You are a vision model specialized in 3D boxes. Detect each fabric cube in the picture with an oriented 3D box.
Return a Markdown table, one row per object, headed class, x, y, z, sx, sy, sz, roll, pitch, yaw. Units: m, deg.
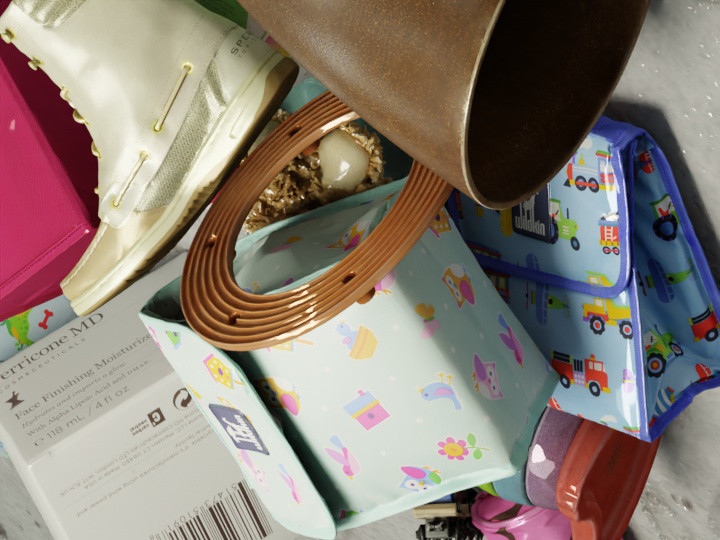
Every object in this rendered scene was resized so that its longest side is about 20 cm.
| class | x | y | z | sx | sy | sz | roll | pitch | yaw |
| --- | --- | --- | --- | --- | --- | --- | --- | --- | --- |
| fabric cube | -0.210 | -0.096 | 1.696 | 0.196 | 0.200 | 0.200 | -32 | 86 | 40 |

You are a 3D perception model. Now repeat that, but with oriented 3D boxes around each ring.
| class | x | y | z | sx | sy | sz | roll | pitch | yaw |
| --- | --- | --- | --- | --- | --- | --- | --- | --- | --- |
| ring | -0.017 | -0.034 | 1.468 | 0.019 | 0.201 | 0.200 | 46 | 156 | -30 |

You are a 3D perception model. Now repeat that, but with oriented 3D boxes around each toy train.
| class | x | y | z | sx | sy | sz | roll | pitch | yaw |
| --- | --- | --- | --- | --- | --- | --- | --- | --- | --- |
| toy train | 0.064 | 0.169 | 1.872 | 0.034 | 0.046 | 0.200 | -3 | 175 | 8 |

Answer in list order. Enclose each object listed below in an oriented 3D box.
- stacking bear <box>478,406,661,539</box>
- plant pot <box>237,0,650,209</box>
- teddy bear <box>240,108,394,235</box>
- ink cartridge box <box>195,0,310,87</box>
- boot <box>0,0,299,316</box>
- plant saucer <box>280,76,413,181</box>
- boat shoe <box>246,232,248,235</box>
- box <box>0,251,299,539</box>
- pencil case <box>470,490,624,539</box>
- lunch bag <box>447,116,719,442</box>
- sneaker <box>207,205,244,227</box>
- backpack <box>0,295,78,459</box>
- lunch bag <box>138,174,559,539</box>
| class | x | y | z | sx | sy | sz | roll | pitch | yaw |
| --- | --- | --- | --- | --- | --- | --- | --- | --- | --- |
| stacking bear | 0.082 | 0.089 | 1.709 | 0.199 | 0.114 | 0.122 | 22 | 158 | 25 |
| plant pot | 0.022 | -0.156 | 1.374 | 0.199 | 0.187 | 0.187 | 26 | 148 | 24 |
| teddy bear | -0.009 | -0.021 | 1.617 | 0.145 | 0.067 | 0.200 | -9 | 126 | 36 |
| ink cartridge box | -0.055 | -0.154 | 1.550 | 0.059 | 0.104 | 0.201 | 32 | 136 | 23 |
| boot | -0.147 | -0.086 | 1.510 | 0.155 | 0.072 | 0.200 | 39 | 115 | 1 |
| plant saucer | -0.012 | -0.112 | 1.673 | 0.200 | 0.036 | 0.200 | 34 | 151 | 22 |
| boat shoe | 0.000 | 0.000 | 1.734 | 0.200 | 0.091 | 0.071 | 26 | -175 | 43 |
| box | -0.152 | 0.133 | 2.006 | 0.131 | 0.199 | 0.200 | 42 | 161 | 52 |
| pencil case | 0.149 | 0.222 | 1.859 | 0.094 | 0.091 | 0.200 | 13 | 137 | 56 |
| lunch bag | 0.128 | -0.021 | 1.568 | 0.150 | 0.094 | 0.201 | 16 | 130 | 49 |
| sneaker | -0.147 | -0.072 | 1.848 | 0.200 | 0.099 | 0.078 | 33 | 156 | 25 |
| backpack | -0.275 | 0.042 | 2.103 | 0.200 | 0.183 | 0.147 | 38 | 154 | 3 |
| lunch bag | -0.016 | 0.058 | 1.550 | 0.199 | 0.122 | 0.171 | -21 | 113 | 31 |
